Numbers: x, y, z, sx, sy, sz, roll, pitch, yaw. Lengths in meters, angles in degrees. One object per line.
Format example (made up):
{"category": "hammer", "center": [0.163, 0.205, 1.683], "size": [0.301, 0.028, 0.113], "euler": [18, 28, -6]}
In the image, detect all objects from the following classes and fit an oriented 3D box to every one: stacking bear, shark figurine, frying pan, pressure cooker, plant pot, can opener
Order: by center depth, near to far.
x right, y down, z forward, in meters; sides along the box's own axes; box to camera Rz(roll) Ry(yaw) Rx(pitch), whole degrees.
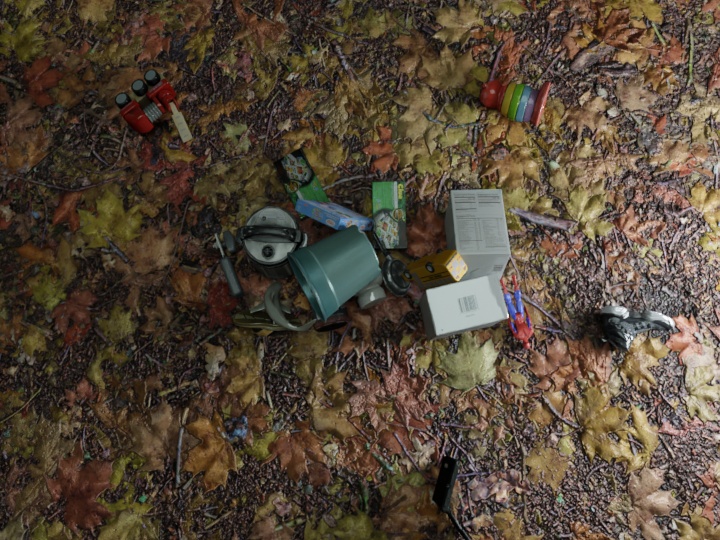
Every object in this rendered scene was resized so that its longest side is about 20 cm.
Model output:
{"category": "plant pot", "center": [-0.061, -0.005, 1.485], "size": [0.192, 0.201, 0.204], "euler": [-30, 77, -11]}
{"category": "shark figurine", "center": [-0.221, 0.101, 1.576], "size": [0.126, 0.091, 0.214], "euler": [-22, 50, -31]}
{"category": "pressure cooker", "center": [-0.240, -0.081, 1.606], "size": [0.174, 0.200, 0.180], "euler": [-38, 78, -7]}
{"category": "frying pan", "center": [0.098, -0.021, 1.642], "size": [0.113, 0.031, 0.197], "euler": [6, 66, -44]}
{"category": "can opener", "center": [-0.379, -0.022, 1.670], "size": [0.064, 0.053, 0.206], "euler": [-19, 77, -4]}
{"category": "stacking bear", "center": [0.461, -0.521, 1.747], "size": [0.194, 0.122, 0.116], "euler": [20, 70, 16]}

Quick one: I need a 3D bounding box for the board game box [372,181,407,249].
{"category": "board game box", "center": [0.085, -0.163, 1.701], "size": [0.101, 0.024, 0.208], "euler": [-1, 77, 2]}

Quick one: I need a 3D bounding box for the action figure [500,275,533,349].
{"category": "action figure", "center": [0.443, 0.120, 1.621], "size": [0.063, 0.052, 0.207], "euler": [-14, 81, 3]}

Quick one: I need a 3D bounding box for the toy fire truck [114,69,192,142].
{"category": "toy fire truck", "center": [-0.623, -0.477, 1.762], "size": [0.175, 0.129, 0.201], "euler": [-39, 69, -8]}

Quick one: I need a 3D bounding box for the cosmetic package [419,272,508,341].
{"category": "cosmetic package", "center": [0.271, 0.103, 1.549], "size": [0.192, 0.200, 0.127], "euler": [-13, 78, -2]}

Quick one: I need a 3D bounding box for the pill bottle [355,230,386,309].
{"category": "pill bottle", "center": [0.000, 0.000, 1.626], "size": [0.109, 0.113, 0.205], "euler": [-22, 76, -4]}

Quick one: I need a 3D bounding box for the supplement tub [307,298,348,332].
{"category": "supplement tub", "center": [-0.100, 0.062, 1.617], "size": [0.103, 0.107, 0.207], "euler": [-12, 76, -2]}

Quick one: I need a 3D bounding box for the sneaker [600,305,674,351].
{"category": "sneaker", "center": [0.762, 0.170, 1.590], "size": [0.193, 0.076, 0.118], "euler": [10, 77, 10]}

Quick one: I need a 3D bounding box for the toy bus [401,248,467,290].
{"category": "toy bus", "center": [0.195, 0.000, 1.551], "size": [0.079, 0.198, 0.065], "euler": [51, 61, -11]}

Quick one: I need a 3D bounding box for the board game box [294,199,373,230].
{"category": "board game box", "center": [-0.069, -0.154, 1.605], "size": [0.148, 0.198, 0.038], "euler": [26, 105, 25]}

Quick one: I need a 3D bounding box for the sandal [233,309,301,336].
{"category": "sandal", "center": [-0.265, 0.157, 1.623], "size": [0.192, 0.081, 0.056], "euler": [7, 112, -5]}

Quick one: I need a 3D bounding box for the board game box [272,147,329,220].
{"category": "board game box", "center": [-0.179, -0.263, 1.739], "size": [0.102, 0.024, 0.204], "euler": [-26, 77, -7]}

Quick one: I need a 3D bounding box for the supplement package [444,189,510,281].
{"category": "supplement package", "center": [0.321, -0.097, 1.601], "size": [0.145, 0.153, 0.206], "euler": [-1, 62, 1]}

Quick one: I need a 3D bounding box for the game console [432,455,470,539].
{"category": "game console", "center": [0.249, 0.576, 1.438], "size": [0.113, 0.200, 0.181], "euler": [18, 77, 5]}
